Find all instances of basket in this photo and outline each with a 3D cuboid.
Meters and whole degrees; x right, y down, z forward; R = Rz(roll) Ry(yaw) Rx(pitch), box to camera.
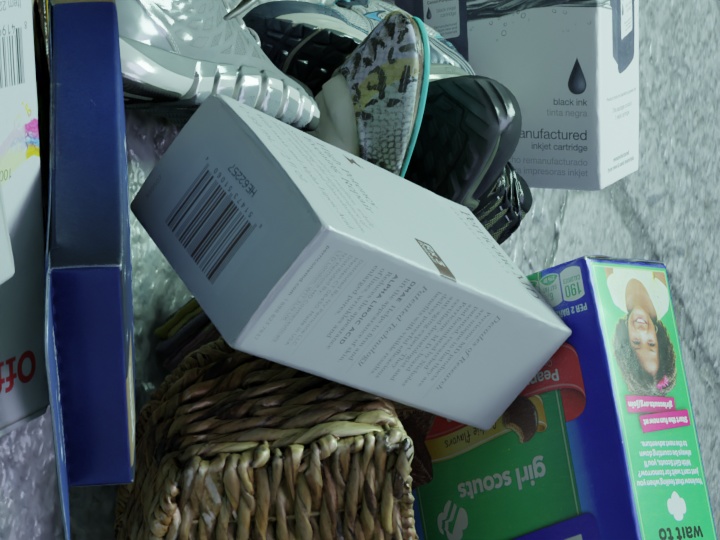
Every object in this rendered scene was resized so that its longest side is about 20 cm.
[{"bbox_3d":[-0.053,0.131,1.007,0.149,0.142,0.201,-115,-162,-57],"label":"basket"}]

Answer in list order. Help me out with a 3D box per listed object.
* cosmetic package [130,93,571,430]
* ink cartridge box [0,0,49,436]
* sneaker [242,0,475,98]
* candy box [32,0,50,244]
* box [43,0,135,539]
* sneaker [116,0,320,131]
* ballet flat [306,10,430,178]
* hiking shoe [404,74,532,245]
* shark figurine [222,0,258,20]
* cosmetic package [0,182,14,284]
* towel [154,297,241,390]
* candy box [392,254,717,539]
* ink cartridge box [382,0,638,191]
[{"bbox_3d":[0.000,0.000,0.932,0.074,0.102,0.199,-51,144,16],"label":"cosmetic package"},{"bbox_3d":[-0.182,-0.032,0.715,0.144,0.084,0.202,-26,116,-64],"label":"ink cartridge box"},{"bbox_3d":[-0.008,-0.117,1.138,0.199,0.078,0.087,17,40,-51],"label":"sneaker"},{"bbox_3d":[-0.145,-0.060,0.830,0.102,0.026,0.202,-65,154,-77],"label":"candy box"},{"bbox_3d":[-0.107,-0.004,0.807,0.201,0.032,0.122,-96,-173,-45],"label":"box"},{"bbox_3d":[-0.074,-0.129,0.964,0.200,0.075,0.116,9,83,-65],"label":"sneaker"},{"bbox_3d":[-0.011,-0.048,1.076,0.072,0.072,0.201,-59,166,-46],"label":"ballet flat"},{"bbox_3d":[0.054,-0.053,1.142,0.100,0.200,0.076,-19,71,-29],"label":"hiking shoe"},{"bbox_3d":[-0.094,-0.178,0.875,0.089,0.215,0.128,-32,164,-12],"label":"shark figurine"},{"bbox_3d":[-0.220,-0.043,0.524,0.200,0.166,0.168,-43,131,-58],"label":"cosmetic package"},{"bbox_3d":[-0.014,0.027,1.084,0.143,0.023,0.200,-41,150,5],"label":"towel"},{"bbox_3d":[0.089,0.111,1.032,0.077,0.169,0.202,1,74,-45],"label":"candy box"},{"bbox_3d":[0.091,-0.157,1.243,0.084,0.144,0.202,-25,116,-63],"label":"ink cartridge box"}]
